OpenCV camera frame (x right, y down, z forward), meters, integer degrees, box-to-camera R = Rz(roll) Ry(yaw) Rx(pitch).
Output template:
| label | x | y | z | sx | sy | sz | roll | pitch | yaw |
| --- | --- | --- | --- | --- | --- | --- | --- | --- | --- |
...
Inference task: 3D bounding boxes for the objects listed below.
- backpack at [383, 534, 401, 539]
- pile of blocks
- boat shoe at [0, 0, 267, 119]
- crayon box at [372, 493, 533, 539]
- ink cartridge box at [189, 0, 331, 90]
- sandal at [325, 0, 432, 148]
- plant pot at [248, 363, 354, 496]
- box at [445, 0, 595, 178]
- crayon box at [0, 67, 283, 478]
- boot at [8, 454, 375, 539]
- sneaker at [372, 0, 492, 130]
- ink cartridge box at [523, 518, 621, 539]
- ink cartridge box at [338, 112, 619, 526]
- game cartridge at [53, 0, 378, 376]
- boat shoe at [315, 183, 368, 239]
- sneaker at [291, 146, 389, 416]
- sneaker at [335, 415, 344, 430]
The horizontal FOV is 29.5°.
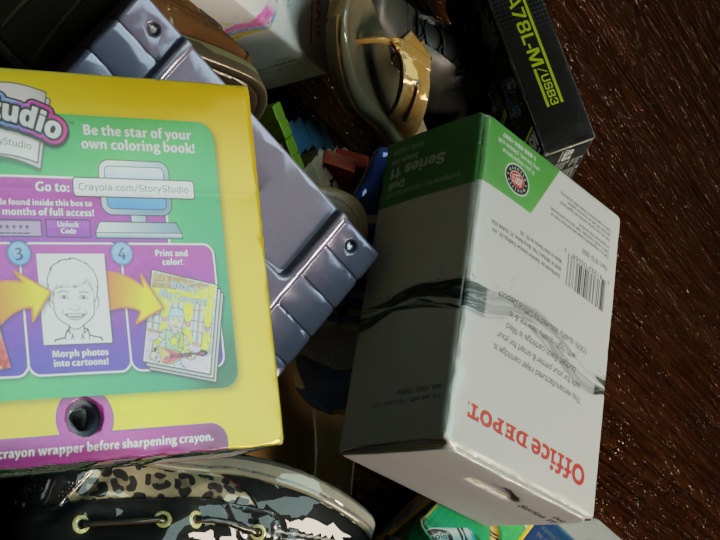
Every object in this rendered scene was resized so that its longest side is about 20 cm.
| label | x | y | z | sx | sy | sz | roll | pitch | yaw |
| --- | --- | --- | --- | --- | --- | --- | --- | --- | --- |
| backpack | 0.003 | 0.272 | 0.721 | 0.163 | 0.199 | 0.154 | 52 | 1 | -37 |
| pile of blocks | -0.037 | -0.078 | 0.901 | 0.199 | 0.062 | 0.083 | 1 | 78 | -62 |
| boat shoe | -0.139 | -0.135 | 0.745 | 0.199 | 0.072 | 0.068 | 30 | 26 | -46 |
| crayon box | 0.056 | 0.177 | 0.903 | 0.058 | 0.119 | 0.200 | 50 | 29 | 6 |
| ink cartridge box | -0.076 | -0.191 | 0.866 | 0.200 | 0.067 | 0.118 | 32 | 53 | -54 |
| sandal | 0.028 | -0.120 | 0.913 | 0.200 | 0.054 | 0.081 | 59 | 32 | -46 |
| plant pot | -0.065 | 0.091 | 0.823 | 0.200 | 0.027 | 0.202 | 34 | 50 | -53 |
| box | 0.120 | -0.161 | 1.077 | 0.200 | 0.047 | 0.195 | 81 | -13 | -80 |
| crayon box | -0.139 | 0.001 | 0.607 | 0.198 | 0.058 | 0.174 | 0 | 78 | -34 |
| boot | -0.088 | 0.166 | 0.669 | 0.202 | 0.073 | 0.155 | 22 | 61 | -30 |
| sneaker | 0.047 | -0.162 | 1.026 | 0.200 | 0.090 | 0.077 | 51 | 38 | -60 |
| ink cartridge box | 0.115 | 0.273 | 0.975 | 0.201 | 0.067 | 0.116 | -55 | 147 | 8 |
| ink cartridge box | 0.075 | 0.035 | 0.804 | 0.146 | 0.083 | 0.202 | 32 | 57 | -39 |
| game cartridge | -0.092 | -0.028 | 0.715 | 0.200 | 0.038 | 0.130 | 47 | 71 | -27 |
| boat shoe | -0.092 | -0.040 | 0.775 | 0.199 | 0.072 | 0.073 | 12 | 92 | -34 |
| sneaker | 0.000 | 0.000 | 0.848 | 0.201 | 0.074 | 0.089 | -76 | 168 | -50 |
| sneaker | 0.026 | 0.031 | 0.962 | 0.084 | 0.074 | 0.201 | 43 | 43 | -41 |
